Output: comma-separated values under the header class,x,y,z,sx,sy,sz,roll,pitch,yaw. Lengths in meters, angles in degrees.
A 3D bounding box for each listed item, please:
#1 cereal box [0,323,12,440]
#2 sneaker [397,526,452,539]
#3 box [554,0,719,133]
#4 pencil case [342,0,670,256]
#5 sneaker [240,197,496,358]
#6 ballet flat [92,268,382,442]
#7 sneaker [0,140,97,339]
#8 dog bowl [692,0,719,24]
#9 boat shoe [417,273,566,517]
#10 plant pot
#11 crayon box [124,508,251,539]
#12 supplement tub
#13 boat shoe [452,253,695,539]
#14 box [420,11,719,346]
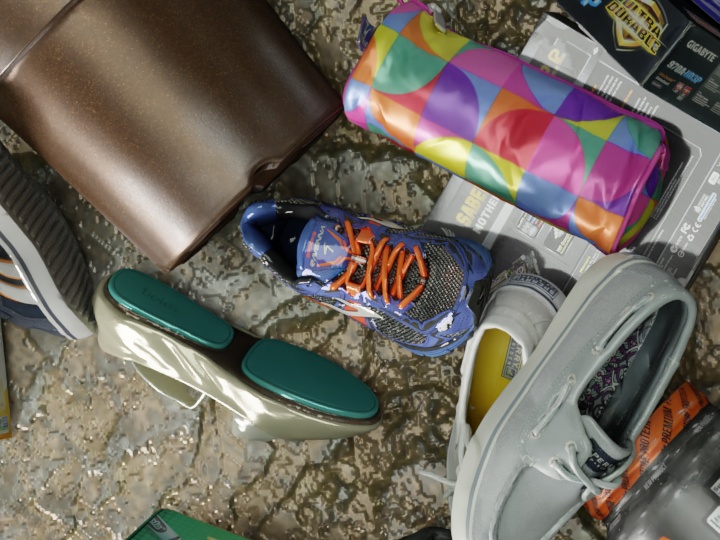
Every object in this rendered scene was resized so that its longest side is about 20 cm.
class,x,y,z,sx,sy,sz,roll,pitch,yaw
cereal box,-0.277,0.014,1.716,0.039,0.144,0.202,-4,92,27
sneaker,0.079,0.235,1.665,0.200,0.066,0.091,50,139,8
box,0.167,-0.141,1.549,0.046,0.200,0.159,-49,56,14
pencil case,0.084,-0.086,1.607,0.199,0.088,0.089,30,99,11
sneaker,0.000,0.000,1.633,0.199,0.078,0.076,13,85,48
ballet flat,-0.080,0.066,1.719,0.199,0.069,0.070,28,99,13
sneaker,-0.229,-0.020,1.689,0.079,0.200,0.079,-18,50,11
dog bowl,0.192,-0.211,1.562,0.200,0.200,0.079,44,104,8
boat shoe,0.079,0.107,1.631,0.074,0.086,0.203,21,124,18
plant pot,-0.127,-0.120,1.660,0.200,0.200,0.198,-43,91,12
crayon box,-0.053,0.235,1.678,0.199,0.058,0.119,19,123,23
supplement tub,0.230,0.167,1.611,0.200,0.122,0.123,44,101,9
boat shoe,0.121,0.087,1.550,0.070,0.071,0.202,28,92,-33
box,0.131,-0.030,1.664,0.158,0.048,0.201,31,100,12
